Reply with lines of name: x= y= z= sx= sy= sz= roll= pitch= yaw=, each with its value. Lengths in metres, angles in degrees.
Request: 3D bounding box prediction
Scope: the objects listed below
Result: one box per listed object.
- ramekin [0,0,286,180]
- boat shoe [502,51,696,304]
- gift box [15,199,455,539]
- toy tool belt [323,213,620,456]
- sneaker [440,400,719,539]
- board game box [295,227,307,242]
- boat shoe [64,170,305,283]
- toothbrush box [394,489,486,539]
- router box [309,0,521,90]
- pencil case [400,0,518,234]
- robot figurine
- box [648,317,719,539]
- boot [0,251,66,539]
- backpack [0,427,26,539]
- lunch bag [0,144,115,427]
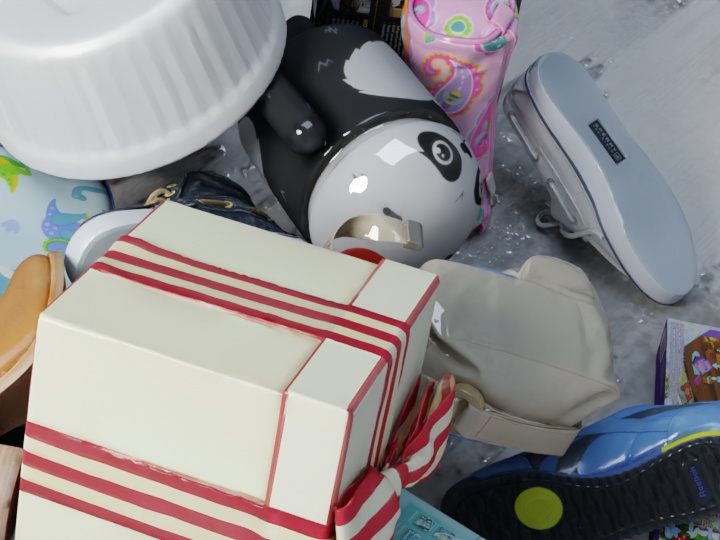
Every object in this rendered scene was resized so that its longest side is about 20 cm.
ramekin: x=-0.153 y=-0.161 z=1.120 sx=0.199 sy=0.098 sz=0.202 roll=-9 pitch=49 yaw=10
boat shoe: x=0.165 y=-0.055 z=1.333 sx=0.074 sy=0.086 sz=0.203 roll=-30 pitch=85 yaw=-40
gift box: x=-0.057 y=0.094 z=0.941 sx=0.185 sy=0.201 sz=0.185 roll=16 pitch=32 yaw=12
toy tool belt: x=0.045 y=0.054 z=1.071 sx=0.198 sy=0.123 sz=0.126 roll=13 pitch=54 yaw=-24
sneaker: x=0.148 y=0.126 z=1.123 sx=0.198 sy=0.066 sz=0.079 roll=-16 pitch=22 yaw=13
board game box: x=0.000 y=0.000 z=1.207 sx=0.095 sy=0.030 sz=0.201 roll=9 pitch=41 yaw=-1
boat shoe: x=-0.118 y=-0.018 z=1.103 sx=0.091 sy=0.071 sz=0.199 roll=42 pitch=20 yaw=33
toothbrush box: x=-0.010 y=0.198 z=1.027 sx=0.199 sy=0.086 sz=0.146 roll=31 pitch=48 yaw=20
router box: x=0.034 y=-0.167 z=1.330 sx=0.148 sy=0.201 sz=0.051 roll=6 pitch=45 yaw=-5
pencil case: x=0.065 y=-0.113 z=1.282 sx=0.087 sy=0.201 sz=0.088 roll=1 pitch=45 yaw=-1
robot figurine: x=-0.002 y=-0.082 z=1.180 sx=0.149 sy=0.125 sz=0.200 roll=-14 pitch=47 yaw=-24
box: x=0.260 y=0.124 z=1.185 sx=0.136 sy=0.039 sz=0.201 roll=11 pitch=43 yaw=3
boot: x=-0.242 y=0.056 z=0.963 sx=0.154 sy=0.077 sz=0.201 roll=12 pitch=53 yaw=-3
backpack: x=-0.215 y=0.180 z=0.980 sx=0.165 sy=0.127 sz=0.201 roll=6 pitch=47 yaw=-9
lunch bag: x=-0.224 y=0.012 z=1.100 sx=0.159 sy=0.083 sz=0.201 roll=5 pitch=47 yaw=-26
